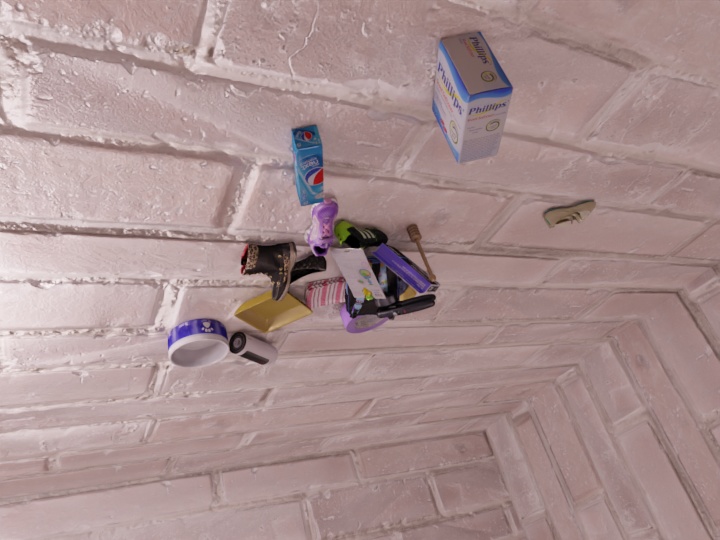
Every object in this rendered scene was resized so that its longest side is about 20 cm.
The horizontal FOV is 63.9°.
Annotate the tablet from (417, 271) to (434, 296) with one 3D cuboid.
[{"bbox_3d":[0.185,0.069,2.103,0.128,0.014,0.201,-8,147,-17],"label":"tablet"}]

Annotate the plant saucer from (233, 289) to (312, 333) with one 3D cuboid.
[{"bbox_3d":[-0.285,0.122,1.898,0.197,0.049,0.200,-24,150,14],"label":"plant saucer"}]

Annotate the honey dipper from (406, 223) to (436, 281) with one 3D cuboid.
[{"bbox_3d":[0.184,-0.051,1.733,0.037,0.203,0.038,-12,148,-8],"label":"honey dipper"}]

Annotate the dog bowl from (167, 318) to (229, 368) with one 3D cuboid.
[{"bbox_3d":[-0.542,0.246,1.933,0.196,0.080,0.201,-14,149,-8],"label":"dog bowl"}]

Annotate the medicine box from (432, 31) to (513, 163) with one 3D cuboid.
[{"bbox_3d":[0.239,-0.377,1.272,0.101,0.185,0.201,-14,149,-6],"label":"medicine box"}]

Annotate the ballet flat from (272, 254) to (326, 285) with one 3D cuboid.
[{"bbox_3d":[-0.191,0.009,1.766,0.198,0.058,0.066,-27,149,22],"label":"ballet flat"}]

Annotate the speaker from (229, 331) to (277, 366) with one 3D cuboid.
[{"bbox_3d":[-0.382,0.285,2.078,0.080,0.082,0.200,-27,148,15],"label":"speaker"}]

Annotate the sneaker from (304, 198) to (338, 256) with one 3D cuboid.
[{"bbox_3d":[-0.101,-0.113,1.598,0.079,0.090,0.201,-3,145,-20],"label":"sneaker"}]

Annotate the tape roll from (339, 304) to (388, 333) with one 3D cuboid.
[{"bbox_3d":[0.028,0.146,2.068,0.197,0.066,0.201,-19,153,-10],"label":"tape roll"}]

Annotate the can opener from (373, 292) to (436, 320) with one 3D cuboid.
[{"bbox_3d":[0.134,0.107,1.743,0.196,0.064,0.079,-7,131,26],"label":"can opener"}]

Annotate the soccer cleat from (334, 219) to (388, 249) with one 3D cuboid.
[{"bbox_3d":[0.006,-0.089,1.697,0.197,0.082,0.067,11,139,-39],"label":"soccer cleat"}]

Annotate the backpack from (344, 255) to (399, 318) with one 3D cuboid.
[{"bbox_3d":[0.035,0.037,1.831,0.178,0.136,0.203,-4,126,0],"label":"backpack"}]

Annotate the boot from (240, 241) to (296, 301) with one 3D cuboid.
[{"bbox_3d":[-0.275,0.002,1.679,0.148,0.074,0.202,2,129,-28],"label":"boot"}]

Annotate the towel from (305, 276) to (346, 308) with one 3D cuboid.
[{"bbox_3d":[-0.090,0.076,1.954,0.196,0.030,0.147,-11,149,-14],"label":"towel"}]

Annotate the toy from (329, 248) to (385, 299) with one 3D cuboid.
[{"bbox_3d":[0.000,0.000,1.701,0.113,0.048,0.202,1,132,32],"label":"toy"}]

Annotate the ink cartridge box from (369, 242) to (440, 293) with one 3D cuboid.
[{"bbox_3d":[0.138,-0.005,1.739,0.044,0.197,0.200,-53,164,11],"label":"ink cartridge box"}]

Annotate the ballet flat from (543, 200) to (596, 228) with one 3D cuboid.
[{"bbox_3d":[0.711,-0.182,1.940,0.196,0.070,0.070,-13,149,-9],"label":"ballet flat"}]

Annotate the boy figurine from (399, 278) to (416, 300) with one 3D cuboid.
[{"bbox_3d":[0.152,0.075,2.015,0.125,0.064,0.200,-48,144,-8],"label":"boy figurine"}]

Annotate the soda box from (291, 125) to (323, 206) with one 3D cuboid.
[{"bbox_3d":[-0.125,-0.248,1.393,0.063,0.069,0.201,-12,148,-10],"label":"soda box"}]
